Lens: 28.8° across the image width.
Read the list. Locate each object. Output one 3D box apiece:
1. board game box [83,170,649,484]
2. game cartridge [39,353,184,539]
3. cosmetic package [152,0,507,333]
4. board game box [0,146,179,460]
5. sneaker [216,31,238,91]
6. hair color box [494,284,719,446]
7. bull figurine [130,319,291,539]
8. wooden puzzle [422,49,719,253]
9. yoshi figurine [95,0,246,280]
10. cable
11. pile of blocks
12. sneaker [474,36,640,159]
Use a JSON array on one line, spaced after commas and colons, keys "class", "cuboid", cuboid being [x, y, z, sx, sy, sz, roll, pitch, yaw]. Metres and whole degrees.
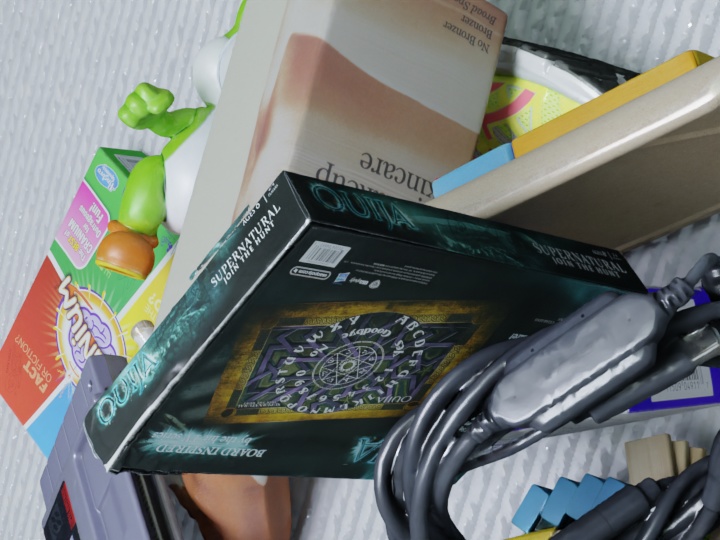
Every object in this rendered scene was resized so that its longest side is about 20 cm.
[{"class": "board game box", "cuboid": [0.008, 0.033, 0.553, 0.135, 0.200, 0.028, -48, 53, 27]}, {"class": "game cartridge", "cuboid": [-0.147, 0.165, 0.832, 0.130, 0.038, 0.200, -59, 41, 33]}, {"class": "cosmetic package", "cuboid": [-0.013, -0.043, 0.659, 0.087, 0.103, 0.200, -1, 73, 55]}, {"class": "board game box", "cuboid": [-0.163, 0.042, 0.942, 0.153, 0.040, 0.200, 44, 115, 32]}, {"class": "sneaker", "cuboid": [-0.015, -0.042, 0.755, 0.073, 0.071, 0.200, -36, 95, 2]}, {"class": "hair color box", "cuboid": [0.069, 0.056, 0.703, 0.200, 0.109, 0.065, -19, 77, 38]}, {"class": "bull figurine", "cuboid": [-0.078, 0.092, 0.815, 0.121, 0.065, 0.200, 43, 142, 39]}, {"class": "wooden puzzle", "cuboid": [0.121, -0.045, 0.603, 0.185, 0.200, 0.037, -25, 75, 36]}, {"class": "yoshi figurine", "cuboid": [-0.075, -0.079, 0.817, 0.112, 0.112, 0.200, 17, 79, 27]}, {"class": "cable", "cuboid": [0.100, 0.078, 0.583, 0.200, 0.163, 0.051, -39, 44, 18]}, {"class": "pile of blocks", "cuboid": [0.139, 0.128, 0.679, 0.200, 0.062, 0.082, -14, 67, 31]}, {"class": "sneaker", "cuboid": [0.079, -0.074, 0.726, 0.200, 0.078, 0.090, 27, 105, 49]}]
